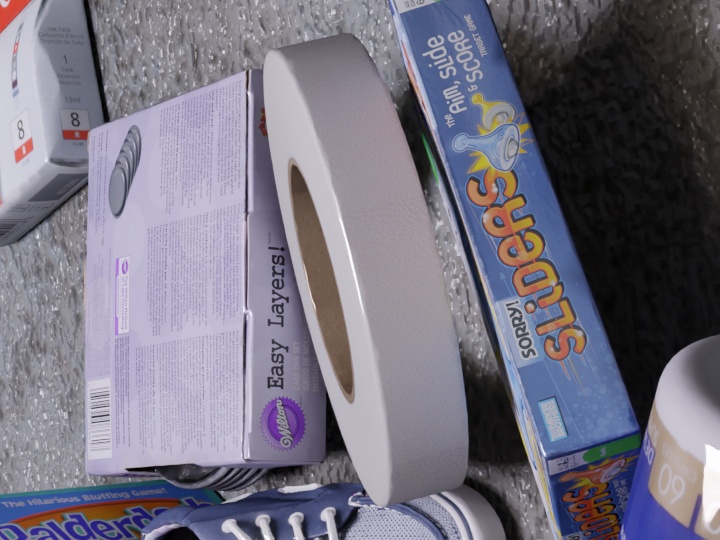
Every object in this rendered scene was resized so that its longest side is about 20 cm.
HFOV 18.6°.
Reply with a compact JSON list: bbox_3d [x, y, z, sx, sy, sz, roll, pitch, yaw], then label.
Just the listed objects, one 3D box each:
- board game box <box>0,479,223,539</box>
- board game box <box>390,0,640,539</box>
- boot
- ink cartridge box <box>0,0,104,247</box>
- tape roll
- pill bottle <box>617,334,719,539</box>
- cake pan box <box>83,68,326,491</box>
[{"bbox_3d":[-0.105,0.172,1.082,0.200,0.152,0.045,38,124,50],"label":"board game box"},{"bbox_3d":[0.060,-0.001,0.834,0.135,0.034,0.200,71,-179,-63],"label":"board game box"},{"bbox_3d":[-0.021,0.134,1.002,0.200,0.090,0.073,-12,82,58],"label":"boot"},{"bbox_3d":[-0.218,-0.131,1.337,0.162,0.050,0.200,-31,70,55],"label":"ink cartridge box"},{"bbox_3d":[0.000,0.000,0.931,0.203,0.037,0.203,166,90,-82],"label":"tape roll"},{"bbox_3d":[0.134,0.131,0.730,0.116,0.116,0.200,39,125,50],"label":"pill bottle"},{"bbox_3d":[-0.082,0.011,1.110,0.184,0.052,0.200,-15,73,59],"label":"cake pan box"}]
